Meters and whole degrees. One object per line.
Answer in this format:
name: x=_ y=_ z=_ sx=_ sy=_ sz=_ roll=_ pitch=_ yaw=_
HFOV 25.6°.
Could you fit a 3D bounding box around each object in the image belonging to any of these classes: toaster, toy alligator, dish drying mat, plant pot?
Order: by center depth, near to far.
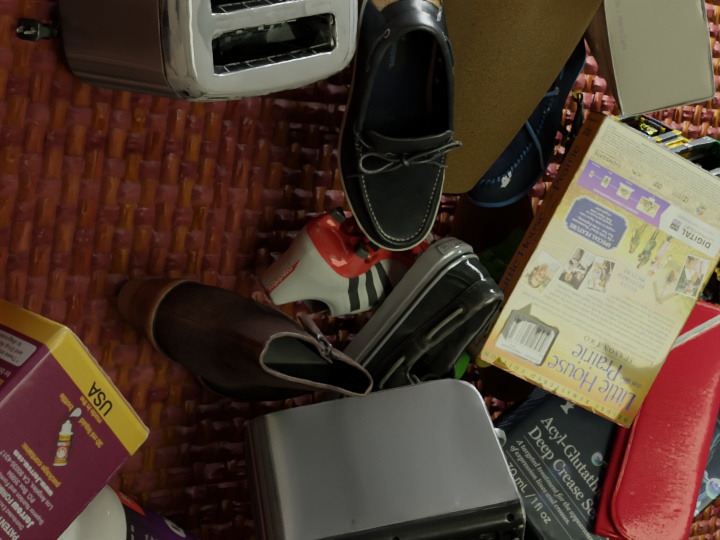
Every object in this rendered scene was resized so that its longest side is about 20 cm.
toaster: x=-0.094 y=-0.165 z=0.968 sx=0.200 sy=0.129 sz=0.114 roll=-17 pitch=114 yaw=-41
toaster: x=0.008 y=0.178 z=1.093 sx=0.199 sy=0.119 sz=0.181 roll=-11 pitch=147 yaw=-4
plant pot: x=0.066 y=-0.163 z=1.114 sx=0.186 sy=0.186 sz=0.201 roll=-2 pitch=119 yaw=-45
toy alligator: x=0.101 y=0.008 z=1.203 sx=0.054 sy=0.059 sz=0.200 roll=7 pitch=124 yaw=-46
dish drying mat: x=0.239 y=0.117 z=1.228 sx=0.077 sy=0.018 sz=0.201 roll=19 pitch=76 yaw=-11

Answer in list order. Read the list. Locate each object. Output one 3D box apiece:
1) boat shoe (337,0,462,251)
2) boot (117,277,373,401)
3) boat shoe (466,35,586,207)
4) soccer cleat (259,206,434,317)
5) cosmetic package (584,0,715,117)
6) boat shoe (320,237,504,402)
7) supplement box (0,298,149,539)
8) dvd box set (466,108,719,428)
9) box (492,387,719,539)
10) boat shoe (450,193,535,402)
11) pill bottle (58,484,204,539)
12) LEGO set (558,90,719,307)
boat shoe: x=0.026 y=-0.091 z=1.035 sx=0.074 sy=0.062 sz=0.201 roll=-5 pitch=127 yaw=-10
boot: x=-0.052 y=0.063 z=1.056 sx=0.200 sy=0.166 sz=0.073 roll=26 pitch=84 yaw=-46
boat shoe: x=0.117 y=-0.137 z=1.223 sx=0.069 sy=0.084 sz=0.200 roll=69 pitch=31 yaw=-45
soccer cleat: x=0.000 y=0.000 z=1.169 sx=0.085 sy=0.069 sz=0.200 roll=-36 pitch=162 yaw=21
cosmetic package: x=0.208 y=-0.207 z=1.211 sx=0.073 sy=0.200 sz=0.104 roll=-12 pitch=118 yaw=4
boat shoe: x=0.035 y=0.069 z=1.162 sx=0.072 sy=0.071 sz=0.200 roll=-9 pitch=140 yaw=-44
supplement box: x=-0.243 y=0.119 z=0.909 sx=0.200 sy=0.131 sz=0.103 roll=-48 pitch=132 yaw=-22
dvd box set: x=0.186 y=0.001 z=1.179 sx=0.146 sy=0.029 sz=0.200 roll=25 pitch=96 yaw=-21
box: x=0.194 y=0.152 z=1.276 sx=0.200 sy=0.107 sz=0.149 roll=-38 pitch=91 yaw=-18
boat shoe: x=0.111 y=0.005 z=1.282 sx=0.070 sy=0.070 sz=0.201 roll=-72 pitch=160 yaw=-62
pill bottle: x=-0.165 y=0.203 z=1.027 sx=0.200 sy=0.112 sz=0.113 roll=41 pitch=73 yaw=-44
LEGO set: x=0.225 y=-0.046 z=1.292 sx=0.116 sy=0.200 sz=0.154 roll=-18 pitch=131 yaw=-27
